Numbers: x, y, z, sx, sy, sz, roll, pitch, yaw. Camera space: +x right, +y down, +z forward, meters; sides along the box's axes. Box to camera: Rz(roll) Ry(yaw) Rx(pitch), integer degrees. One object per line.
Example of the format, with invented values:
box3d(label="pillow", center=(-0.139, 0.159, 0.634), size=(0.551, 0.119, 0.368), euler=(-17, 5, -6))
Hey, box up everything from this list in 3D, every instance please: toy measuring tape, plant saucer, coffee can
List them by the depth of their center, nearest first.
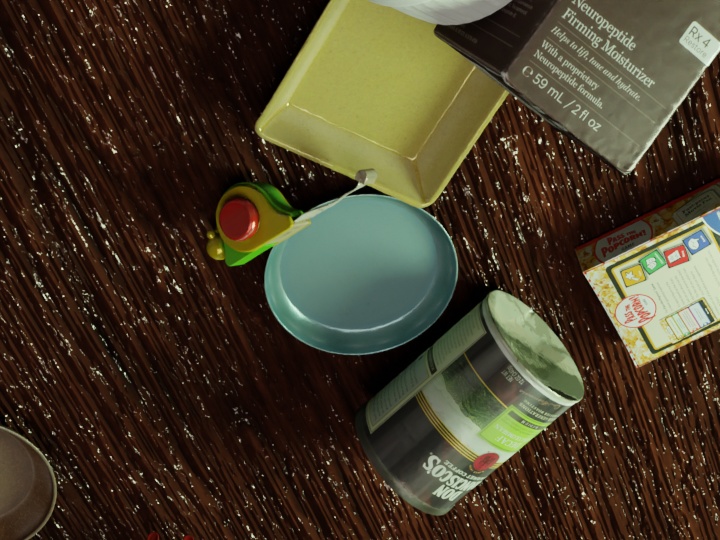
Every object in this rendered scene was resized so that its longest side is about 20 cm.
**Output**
box3d(label="plant saucer", center=(0.028, -0.179, 1.592), size=(0.199, 0.049, 0.200), euler=(23, 119, -21))
box3d(label="toy measuring tape", center=(-0.077, -0.070, 1.634), size=(0.199, 0.074, 0.074), euler=(-30, 124, 27))
box3d(label="plant saucer", center=(0.000, 0.000, 1.729), size=(0.199, 0.027, 0.201), euler=(-3, 126, -4))
box3d(label="coffee can", center=(0.113, 0.139, 1.768), size=(0.146, 0.147, 0.200), euler=(35, 114, -27))
box3d(label="plant saucer", center=(-0.430, 0.228, 1.831), size=(0.199, 0.037, 0.201), euler=(-4, 125, -5))

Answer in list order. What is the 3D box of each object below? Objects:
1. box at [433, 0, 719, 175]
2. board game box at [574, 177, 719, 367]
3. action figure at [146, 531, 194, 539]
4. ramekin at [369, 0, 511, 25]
box3d(label="box", center=(0.204, -0.226, 1.476), size=(0.166, 0.164, 0.200), euler=(33, 97, -27))
box3d(label="board game box", center=(0.345, -0.002, 1.759), size=(0.199, 0.046, 0.152), euler=(-26, 125, 11))
box3d(label="action figure", center=(-0.216, 0.380, 1.959), size=(0.065, 0.052, 0.201), euler=(2, 130, -2))
box3d(label="ramekin", center=(0.073, -0.304, 1.421), size=(0.200, 0.201, 0.105), euler=(-41, 144, 21))
